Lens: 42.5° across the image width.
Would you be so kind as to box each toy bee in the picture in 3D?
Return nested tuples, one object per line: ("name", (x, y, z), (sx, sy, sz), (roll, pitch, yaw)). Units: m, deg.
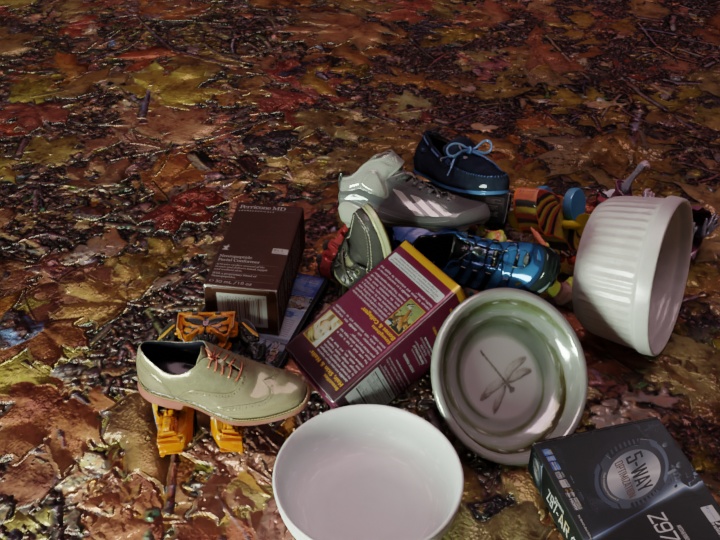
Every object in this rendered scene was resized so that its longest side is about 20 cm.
("toy bee", (0.279, -0.061, 1.269), (0.197, 0.111, 0.130), (-3, 8, -29))

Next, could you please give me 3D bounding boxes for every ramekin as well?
("ramekin", (0.347, -0.001, 1.186), (0.104, 0.203, 0.200), (13, 38, 30))

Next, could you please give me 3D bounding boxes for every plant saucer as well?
("plant saucer", (0.167, 0.123, 1.079), (0.197, 0.050, 0.203), (4, 77, -18))

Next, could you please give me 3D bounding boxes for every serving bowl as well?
("serving bowl", (0.007, 0.235, 0.973), (0.197, 0.067, 0.201), (1, 37, -1))

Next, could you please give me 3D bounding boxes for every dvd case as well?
("dvd case", (-0.140, 0.060, 1.236), (0.141, 0.018, 0.201), (12, 38, 13))

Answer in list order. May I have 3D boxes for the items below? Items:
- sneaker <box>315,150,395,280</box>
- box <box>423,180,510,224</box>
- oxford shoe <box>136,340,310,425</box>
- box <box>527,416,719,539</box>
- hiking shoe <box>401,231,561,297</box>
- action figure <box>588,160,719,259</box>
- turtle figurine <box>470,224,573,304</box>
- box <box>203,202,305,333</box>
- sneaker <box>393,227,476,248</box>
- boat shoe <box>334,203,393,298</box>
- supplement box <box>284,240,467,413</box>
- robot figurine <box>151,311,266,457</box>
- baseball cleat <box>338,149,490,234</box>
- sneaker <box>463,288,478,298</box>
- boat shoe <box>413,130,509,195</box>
("sneaker", (0.018, -0.059, 1.267), (0.098, 0.202, 0.070), (36, 21, 27))
("box", (0.122, -0.103, 1.368), (0.197, 0.047, 0.159), (9, 4, 10))
("oxford shoe", (-0.153, 0.119, 1.018), (0.197, 0.075, 0.071), (5, 48, 2))
("box", (0.287, 0.253, 0.973), (0.158, 0.044, 0.201), (-8, 38, -11))
("hiking shoe", (0.146, -0.007, 1.129), (0.198, 0.086, 0.076), (0, 73, 43))
("action figure", (0.423, -0.073, 1.386), (0.199, 0.133, 0.151), (20, 82, 42))
("turtle figurine", (0.219, -0.010, 1.230), (0.160, 0.065, 0.199), (31, -4, -31))
("box", (-0.138, -0.008, 1.253), (0.098, 0.076, 0.201), (4, 35, 5))
("sneaker", (0.087, -0.024, 1.301), (0.197, 0.078, 0.112), (8, 28, -1))
("boat shoe", (0.000, 0.000, 1.177), (0.065, 0.202, 0.072), (-22, 56, -14))
("supplement box", (0.025, 0.078, 1.101), (0.199, 0.086, 0.110), (-41, 49, -9))
("robot figurine", (-0.184, 0.124, 1.103), (0.143, 0.059, 0.202), (-2, 48, -5))
("baseball cleat", (0.069, -0.100, 1.187), (0.197, 0.108, 0.070), (-1, 15, -2))
("sneaker", (0.144, 0.067, 1.190), (0.199, 0.072, 0.079), (-28, 41, -34))
("boat shoe", (0.129, -0.150, 1.263), (0.083, 0.070, 0.199), (-5, 19, -34))
